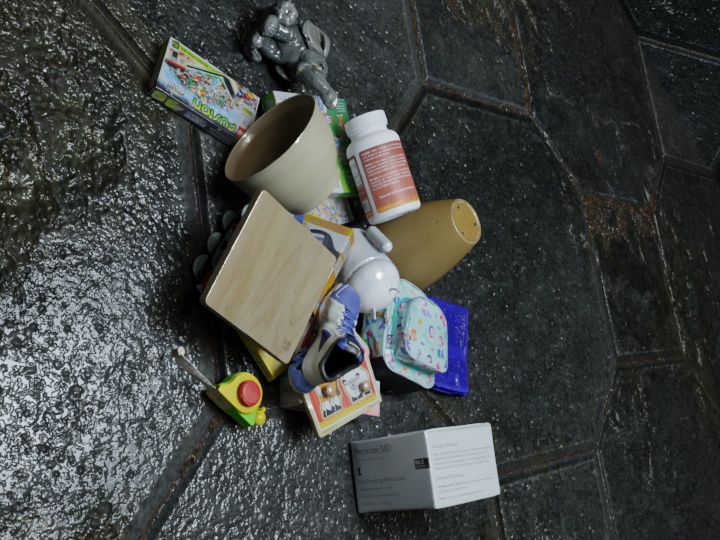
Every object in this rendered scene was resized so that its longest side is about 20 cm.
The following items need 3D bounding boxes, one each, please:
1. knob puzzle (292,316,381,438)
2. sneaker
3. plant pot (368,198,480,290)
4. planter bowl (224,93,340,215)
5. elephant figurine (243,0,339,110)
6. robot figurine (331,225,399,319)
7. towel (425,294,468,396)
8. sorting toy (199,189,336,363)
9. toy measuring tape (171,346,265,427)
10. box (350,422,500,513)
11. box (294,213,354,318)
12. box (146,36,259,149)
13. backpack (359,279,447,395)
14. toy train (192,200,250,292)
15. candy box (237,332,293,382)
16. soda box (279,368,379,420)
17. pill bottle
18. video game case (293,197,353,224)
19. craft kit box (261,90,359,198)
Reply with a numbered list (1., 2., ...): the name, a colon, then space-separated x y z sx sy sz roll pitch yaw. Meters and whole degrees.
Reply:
1. knob puzzle: -0.044 0.164 1.387 0.217 0.030 0.224 19 62 -40
2. sneaker: -0.031 0.116 1.314 0.081 0.114 0.201 46 53 -27
3. plant pot: 0.144 -0.064 1.619 0.184 0.198 0.190 22 57 -39
4. planter bowl: -0.118 -0.184 1.363 0.135 0.198 0.203 48 47 -33
5. elephant figurine: -0.119 -0.412 1.526 0.199 0.141 0.157 36 67 -23
6. robot figurine: 0.000 0.000 1.480 0.111 0.171 0.201 7 33 -41
7. towel: 0.184 0.163 1.704 0.146 0.049 0.204 19 63 -42
8. sorting toy: -0.157 0.011 1.271 0.199 0.069 0.203 43 63 -39
9. toy measuring tape: -0.217 0.174 1.266 0.201 0.073 0.074 50 47 -23
10. box: 0.119 0.364 1.456 0.198 0.197 0.134 5 72 -44
11. box: -0.102 -0.005 1.403 0.042 0.117 0.202 86 26 -55
12. box: -0.274 -0.308 1.396 0.198 0.034 0.112 30 57 -37
13. backpack: 0.082 0.120 1.545 0.177 0.149 0.204 31 48 -44
14. toy train: -0.203 -0.023 1.338 0.114 0.084 0.202 48 50 -29
15. candy box: -0.124 0.103 1.411 0.199 0.026 0.103 -38 99 -46
16. soda box: -0.052 0.223 1.425 0.198 0.063 0.070 19 63 -42
17. pill bottle: 0.038 -0.202 1.543 0.111 0.111 0.204 -18 91 -47
18. video game case: -0.102 -0.146 1.532 0.198 0.018 0.146 -20 92 -48
19. craft kit box: -0.089 -0.240 1.535 0.198 0.048 0.202 -7 85 -47
